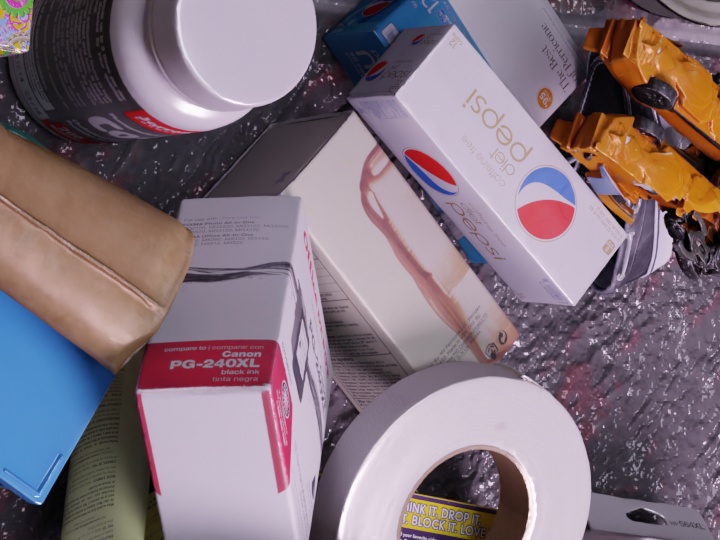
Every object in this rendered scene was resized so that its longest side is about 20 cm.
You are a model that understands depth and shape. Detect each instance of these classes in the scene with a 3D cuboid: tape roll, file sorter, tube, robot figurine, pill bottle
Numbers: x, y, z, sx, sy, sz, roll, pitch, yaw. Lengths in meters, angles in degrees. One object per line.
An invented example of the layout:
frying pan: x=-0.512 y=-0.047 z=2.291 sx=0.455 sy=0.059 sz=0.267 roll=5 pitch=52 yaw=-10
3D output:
tape roll: x=0.060 y=0.158 z=1.588 sx=0.202 sy=0.037 sz=0.204 roll=-10 pitch=110 yaw=-30
file sorter: x=-0.253 y=0.023 z=1.423 sx=0.200 sy=0.123 sz=0.139 roll=40 pitch=67 yaw=-28
tube: x=-0.152 y=0.114 z=1.489 sx=0.052 sy=0.058 sz=0.201 roll=5 pitch=56 yaw=-3
robot figurine: x=0.215 y=-0.082 z=1.655 sx=0.200 sy=0.058 sz=0.145 roll=36 pitch=70 yaw=-42
pill bottle: x=-0.120 y=-0.137 z=1.470 sx=0.114 sy=0.200 sz=0.114 roll=1 pitch=89 yaw=-34

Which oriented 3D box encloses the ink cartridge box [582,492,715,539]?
ink cartridge box: x=0.199 y=0.262 z=1.727 sx=0.128 sy=0.125 sz=0.201 roll=10 pitch=84 yaw=-34

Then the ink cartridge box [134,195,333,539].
ink cartridge box: x=-0.072 y=0.067 z=1.479 sx=0.200 sy=0.083 sz=0.146 roll=-82 pitch=166 yaw=-54

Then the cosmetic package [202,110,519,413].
cosmetic package: x=0.000 y=0.000 z=1.611 sx=0.087 sy=0.103 sz=0.200 roll=-50 pitch=117 yaw=-27

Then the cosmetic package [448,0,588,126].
cosmetic package: x=0.075 y=-0.191 z=1.697 sx=0.083 sy=0.051 sz=0.200 roll=-46 pitch=114 yaw=-25

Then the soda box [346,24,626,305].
soda box: x=0.085 y=-0.068 z=1.613 sx=0.200 sy=0.064 sz=0.068 roll=48 pitch=69 yaw=-24

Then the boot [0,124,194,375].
boot: x=-0.201 y=0.000 z=1.347 sx=0.200 sy=0.066 sz=0.176 roll=37 pitch=69 yaw=-30

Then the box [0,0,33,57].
box: x=-0.309 y=-0.184 z=1.346 sx=0.199 sy=0.192 sz=0.122 roll=6 pitch=86 yaw=-35

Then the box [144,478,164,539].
box: x=-0.099 y=0.221 z=1.527 sx=0.075 sy=0.050 sz=0.200 roll=-35 pitch=91 yaw=-12

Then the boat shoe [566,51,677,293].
boat shoe: x=0.177 y=-0.075 z=1.729 sx=0.068 sy=0.072 sz=0.201 roll=-30 pitch=132 yaw=-31

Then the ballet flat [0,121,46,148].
ballet flat: x=-0.190 y=-0.043 z=1.499 sx=0.200 sy=0.070 sz=0.068 roll=33 pitch=72 yaw=-29

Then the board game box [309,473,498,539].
board game box: x=0.005 y=0.228 z=1.636 sx=0.200 sy=0.057 sz=0.166 roll=15 pitch=79 yaw=-32

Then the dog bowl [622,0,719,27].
dog bowl: x=0.237 y=-0.275 z=1.797 sx=0.200 sy=0.074 sz=0.201 roll=0 pitch=89 yaw=-34

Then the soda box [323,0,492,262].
soda box: x=0.063 y=-0.100 z=1.676 sx=0.064 sy=0.068 sz=0.200 roll=-44 pitch=112 yaw=-25
